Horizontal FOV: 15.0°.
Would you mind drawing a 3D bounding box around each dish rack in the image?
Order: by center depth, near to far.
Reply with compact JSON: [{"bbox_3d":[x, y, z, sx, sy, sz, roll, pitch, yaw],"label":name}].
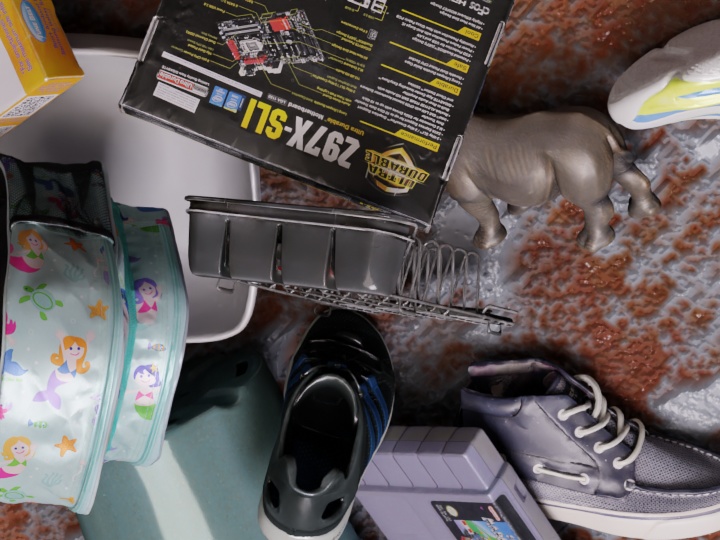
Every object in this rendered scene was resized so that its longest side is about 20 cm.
[{"bbox_3d":[0.000,0.000,1.651,0.153,0.200,0.055,7,85,32],"label":"dish rack"}]

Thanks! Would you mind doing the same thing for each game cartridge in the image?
[{"bbox_3d":[0.074,0.178,1.770,0.129,0.038,0.200,2,136,46],"label":"game cartridge"}]

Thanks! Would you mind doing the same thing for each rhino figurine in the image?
[{"bbox_3d":[0.079,-0.062,1.671,0.199,0.060,0.088,0,132,29],"label":"rhino figurine"}]

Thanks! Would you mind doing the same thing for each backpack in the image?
[{"bbox_3d":[-0.183,0.046,1.627,0.150,0.200,0.178,10,119,-12],"label":"backpack"}]

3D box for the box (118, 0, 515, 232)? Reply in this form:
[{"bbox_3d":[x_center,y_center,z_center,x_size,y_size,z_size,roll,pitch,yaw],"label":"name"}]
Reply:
[{"bbox_3d":[-0.023,-0.133,1.617,0.199,0.049,0.161,21,87,-2],"label":"box"}]

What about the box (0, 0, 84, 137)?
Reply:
[{"bbox_3d":[-0.267,-0.121,1.656,0.199,0.041,0.120,-32,79,31],"label":"box"}]

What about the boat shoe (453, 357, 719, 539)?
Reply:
[{"bbox_3d":[0.151,0.110,1.741,0.199,0.075,0.093,3,126,12],"label":"boat shoe"}]

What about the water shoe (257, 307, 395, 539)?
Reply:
[{"bbox_3d":[-0.013,0.084,1.691,0.071,0.201,0.079,15,134,-3],"label":"water shoe"}]

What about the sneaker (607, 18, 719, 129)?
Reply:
[{"bbox_3d":[0.250,-0.102,1.607,0.199,0.076,0.105,-21,112,21],"label":"sneaker"}]

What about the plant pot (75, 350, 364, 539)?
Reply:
[{"bbox_3d":[-0.094,0.170,1.773,0.199,0.200,0.197,-17,105,20],"label":"plant pot"}]

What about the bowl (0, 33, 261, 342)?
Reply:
[{"bbox_3d":[-0.154,-0.060,1.719,0.199,0.075,0.201,5,119,11],"label":"bowl"}]
